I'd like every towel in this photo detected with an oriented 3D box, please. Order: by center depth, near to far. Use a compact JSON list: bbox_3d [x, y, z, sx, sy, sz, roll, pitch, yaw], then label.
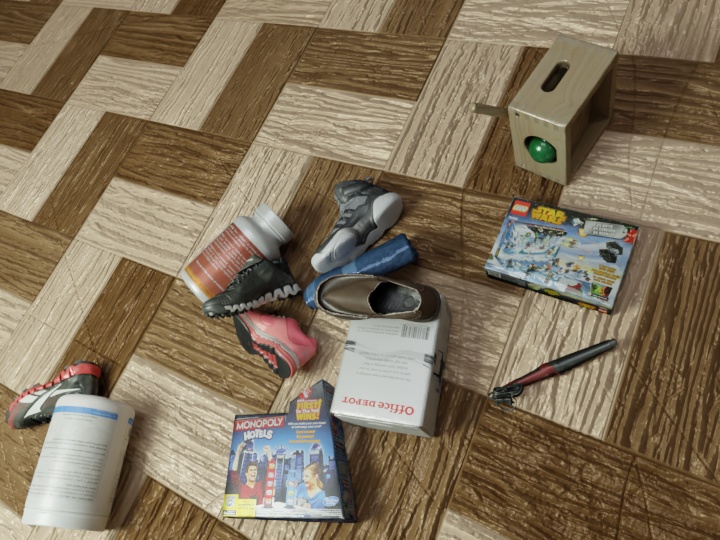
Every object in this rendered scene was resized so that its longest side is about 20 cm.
[{"bbox_3d":[0.000,0.000,0.961,0.198,0.112,0.049,-26,94,7],"label":"towel"}]

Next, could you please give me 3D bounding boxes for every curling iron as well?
[{"bbox_3d":[0.277,0.148,0.827,0.198,0.026,0.050,-26,21,2],"label":"curling iron"}]

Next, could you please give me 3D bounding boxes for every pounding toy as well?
[{"bbox_3d":[0.299,-0.256,0.933,0.141,0.184,0.201,31,78,30],"label":"pounding toy"}]

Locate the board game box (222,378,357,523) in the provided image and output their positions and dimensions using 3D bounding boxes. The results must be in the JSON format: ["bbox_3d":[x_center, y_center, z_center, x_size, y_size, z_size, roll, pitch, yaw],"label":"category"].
[{"bbox_3d":[-0.101,0.276,0.888,0.197,0.062,0.203,-6,62,18],"label":"board game box"}]

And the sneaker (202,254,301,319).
[{"bbox_3d":[-0.188,0.023,0.970,0.066,0.199,0.092,-17,90,42],"label":"sneaker"}]

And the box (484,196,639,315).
[{"bbox_3d":[0.311,-0.027,0.898,0.198,0.040,0.138,19,74,28],"label":"box"}]

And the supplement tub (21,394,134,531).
[{"bbox_3d":[-0.465,0.320,0.962,0.130,0.132,0.203,-3,62,19],"label":"supplement tub"}]

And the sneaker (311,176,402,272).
[{"bbox_3d":[-0.026,-0.088,1.038,0.199,0.076,0.114,-40,57,-9],"label":"sneaker"}]

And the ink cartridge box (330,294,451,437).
[{"bbox_3d":[0.052,0.139,0.885,0.144,0.086,0.203,3,67,22],"label":"ink cartridge box"}]

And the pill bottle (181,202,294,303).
[{"bbox_3d":[-0.220,-0.025,1.055,0.200,0.112,0.112,-44,58,-5],"label":"pill bottle"}]

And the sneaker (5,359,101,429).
[{"bbox_3d":[-0.572,0.253,1.070,0.199,0.071,0.099,-29,56,3],"label":"sneaker"}]

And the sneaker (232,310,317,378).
[{"bbox_3d":[-0.150,0.111,0.999,0.086,0.075,0.199,-28,43,-32],"label":"sneaker"}]

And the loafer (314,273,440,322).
[{"bbox_3d":[0.017,0.035,0.852,0.197,0.071,0.074,0,79,21],"label":"loafer"}]
